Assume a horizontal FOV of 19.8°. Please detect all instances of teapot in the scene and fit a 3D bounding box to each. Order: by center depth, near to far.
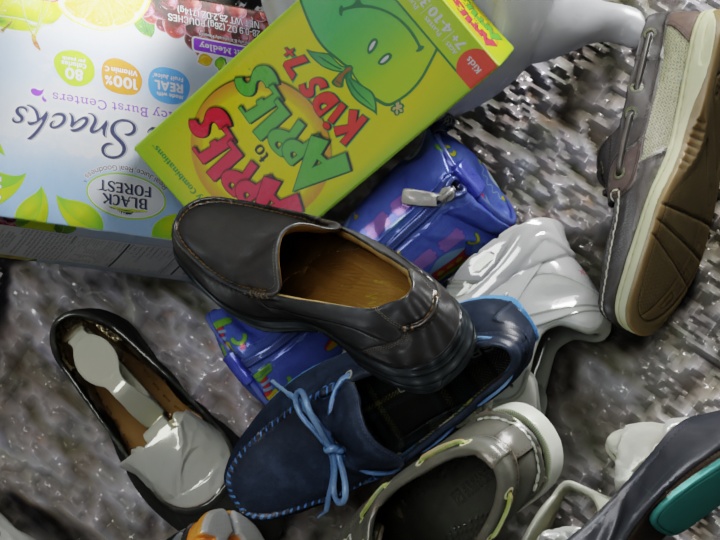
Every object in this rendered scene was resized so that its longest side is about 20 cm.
[{"bbox_3d":[0.040,-0.191,1.246,0.197,0.146,0.201,-16,101,33],"label":"teapot"}]

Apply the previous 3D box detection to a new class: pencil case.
[{"bbox_3d":[0.000,0.000,1.216,0.200,0.087,0.078,-40,84,7],"label":"pencil case"}]

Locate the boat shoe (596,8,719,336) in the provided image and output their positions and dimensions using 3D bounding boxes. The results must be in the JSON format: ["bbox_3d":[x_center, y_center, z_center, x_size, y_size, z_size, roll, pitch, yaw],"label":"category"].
[{"bbox_3d":[0.171,-0.059,1.197,0.065,0.073,0.201,10,71,33],"label":"boat shoe"}]

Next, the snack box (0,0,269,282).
[{"bbox_3d":[-0.152,-0.087,1.251,0.199,0.068,0.169,8,67,-25],"label":"snack box"}]

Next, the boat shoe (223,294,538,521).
[{"bbox_3d":[0.003,0.074,1.132,0.200,0.069,0.084,-38,98,15],"label":"boat shoe"}]

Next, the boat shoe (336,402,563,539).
[{"bbox_3d":[0.028,0.147,1.128,0.072,0.060,0.202,50,123,12],"label":"boat shoe"}]

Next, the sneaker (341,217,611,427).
[{"bbox_3d":[0.058,0.061,1.186,0.200,0.078,0.100,-39,68,4],"label":"sneaker"}]

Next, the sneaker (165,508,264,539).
[{"bbox_3d":[-0.084,0.242,1.178,0.077,0.078,0.201,-22,65,35],"label":"sneaker"}]

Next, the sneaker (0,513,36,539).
[{"bbox_3d":[-0.233,0.178,1.239,0.200,0.085,0.073,34,83,24],"label":"sneaker"}]

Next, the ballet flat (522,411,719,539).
[{"bbox_3d":[0.145,0.129,1.127,0.200,0.073,0.073,-45,64,2],"label":"ballet flat"}]

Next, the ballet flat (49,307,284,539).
[{"bbox_3d":[-0.126,0.095,1.239,0.068,0.068,0.200,-46,64,-2],"label":"ballet flat"}]

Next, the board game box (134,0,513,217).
[{"bbox_3d":[-0.022,-0.097,1.172,0.200,0.048,0.102,-39,96,23],"label":"board game box"}]

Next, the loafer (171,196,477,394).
[{"bbox_3d":[-0.028,-0.004,1.111,0.199,0.072,0.073,20,65,32],"label":"loafer"}]
